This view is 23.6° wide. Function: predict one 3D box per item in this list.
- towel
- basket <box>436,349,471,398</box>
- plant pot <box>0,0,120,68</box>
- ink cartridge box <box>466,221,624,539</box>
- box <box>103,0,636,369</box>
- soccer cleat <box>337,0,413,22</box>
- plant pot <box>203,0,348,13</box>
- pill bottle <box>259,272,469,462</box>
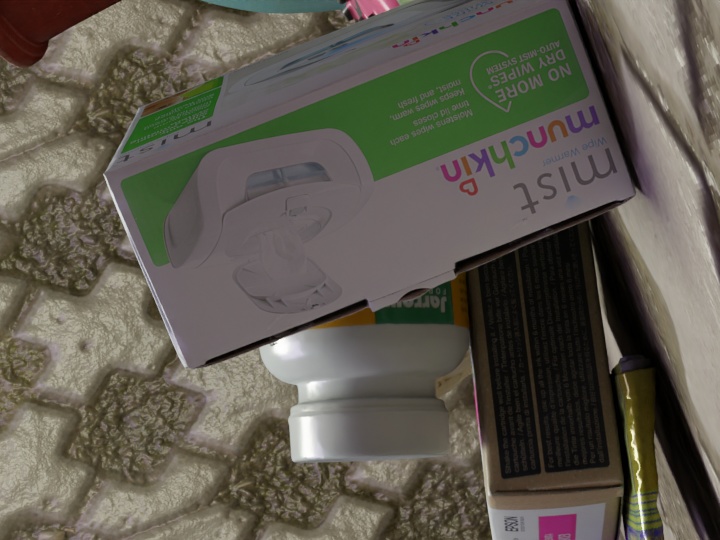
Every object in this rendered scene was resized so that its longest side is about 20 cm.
[{"bbox_3d":[0.156,0.142,0.925,0.144,0.023,0.200,57,-154,-82],"label":"towel"},{"bbox_3d":[0.019,-0.024,1.225,0.198,0.200,0.161,51,-178,-42],"label":"basket"},{"bbox_3d":[-0.062,-0.197,0.576,0.201,0.195,0.201,-22,-90,-87],"label":"plant pot"},{"bbox_3d":[0.103,0.076,0.992,0.200,0.075,0.165,76,-171,-66],"label":"ink cartridge box"},{"bbox_3d":[0.001,-0.051,0.769,0.176,0.200,0.097,-96,-15,-77],"label":"box"},{"bbox_3d":[0.036,-0.149,0.986,0.070,0.086,0.200,58,177,1],"label":"soccer cleat"},{"bbox_3d":[-0.032,-0.231,1.022,0.135,0.200,0.200,34,176,10],"label":"plant pot"},{"bbox_3d":[0.000,0.000,0.917,0.113,0.113,0.200,53,-146,-80],"label":"pill bottle"}]
